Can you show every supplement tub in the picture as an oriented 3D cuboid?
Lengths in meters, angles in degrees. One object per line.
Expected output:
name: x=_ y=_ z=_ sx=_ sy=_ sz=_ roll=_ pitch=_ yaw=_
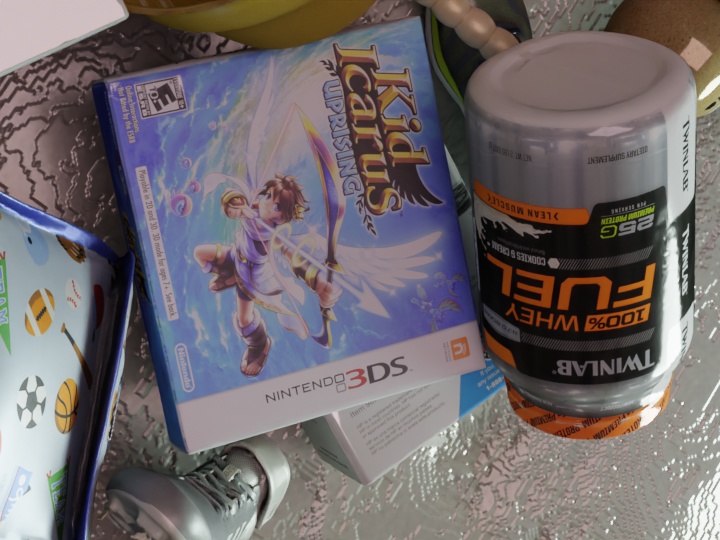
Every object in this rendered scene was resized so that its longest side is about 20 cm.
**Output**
supplement tub: x=0.122 y=-0.016 z=0.824 sx=0.121 sy=0.123 sz=0.202 roll=-20 pitch=123 yaw=-19

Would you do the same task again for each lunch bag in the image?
lunch bag: x=-0.182 y=0.058 z=0.742 sx=0.122 sy=0.200 sz=0.172 roll=2 pitch=75 yaw=21

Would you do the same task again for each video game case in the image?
video game case: x=-0.035 y=-0.022 z=0.824 sx=0.179 sy=0.045 sz=0.203 roll=-15 pitch=98 yaw=-19

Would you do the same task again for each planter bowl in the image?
planter bowl: x=-0.037 y=-0.176 z=0.777 sx=0.201 sy=0.200 sz=0.084 roll=-47 pitch=135 yaw=-12

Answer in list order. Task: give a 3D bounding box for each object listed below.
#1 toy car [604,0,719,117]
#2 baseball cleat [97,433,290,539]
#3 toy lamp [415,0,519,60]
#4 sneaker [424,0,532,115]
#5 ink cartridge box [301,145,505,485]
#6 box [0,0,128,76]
toy car: x=0.213 y=-0.129 z=0.950 sx=0.200 sy=0.164 sz=0.158 roll=-46 pitch=108 yaw=-2
baseball cleat: x=-0.088 y=0.123 z=0.835 sx=0.070 sy=0.200 sz=0.106 roll=42 pitch=73 yaw=6
toy lamp: x=0.056 y=-0.148 z=0.867 sx=0.199 sy=0.058 sz=0.058 roll=39 pitch=80 yaw=-12
sneaker: x=0.100 y=-0.104 z=0.941 sx=0.073 sy=0.081 sz=0.202 roll=-23 pitch=102 yaw=-19
ink cartridge box: x=0.000 y=0.000 z=0.908 sx=0.144 sy=0.084 sz=0.202 roll=-33 pitch=105 yaw=-16
box: x=-0.200 y=-0.157 z=0.753 sx=0.097 sy=0.200 sz=0.126 roll=-27 pitch=104 yaw=-16
